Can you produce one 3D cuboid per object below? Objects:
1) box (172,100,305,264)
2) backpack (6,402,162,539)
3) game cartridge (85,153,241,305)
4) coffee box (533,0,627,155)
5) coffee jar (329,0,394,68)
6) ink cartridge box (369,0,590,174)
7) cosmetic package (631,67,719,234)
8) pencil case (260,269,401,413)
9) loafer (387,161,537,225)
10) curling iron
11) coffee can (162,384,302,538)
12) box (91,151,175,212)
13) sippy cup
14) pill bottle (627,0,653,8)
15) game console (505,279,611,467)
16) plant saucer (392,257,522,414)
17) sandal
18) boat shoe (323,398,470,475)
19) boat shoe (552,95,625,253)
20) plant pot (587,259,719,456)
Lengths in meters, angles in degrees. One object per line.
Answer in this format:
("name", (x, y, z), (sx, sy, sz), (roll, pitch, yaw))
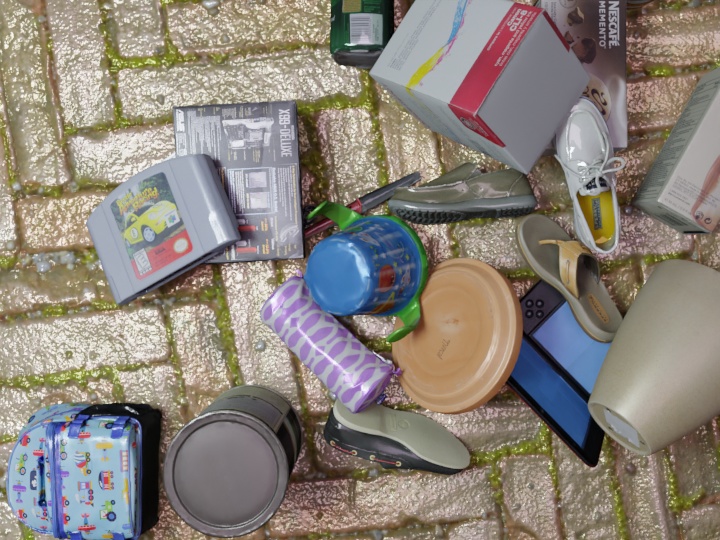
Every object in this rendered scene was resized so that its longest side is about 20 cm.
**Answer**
("box", (-0.153, -0.111, 1.051), (0.156, 0.050, 0.202), (-4, 92, 0))
("backpack", (-0.371, 0.263, 1.078), (0.198, 0.135, 0.184), (2, 90, 4))
("game cartridge", (-0.250, -0.056, 1.022), (0.199, 0.041, 0.134), (-27, 78, 23))
("coffee box", (0.286, -0.256, 1.087), (0.112, 0.080, 0.202), (0, 91, 1))
("coffee jar", (0.003, -0.374, 1.079), (0.084, 0.104, 0.202), (1, 90, 4))
("ink cartridge box", (0.143, -0.240, 1.013), (0.200, 0.145, 0.145), (34, 91, 44))
("cosmetic package", (0.452, -0.155, 1.076), (0.087, 0.103, 0.201), (28, 93, -1))
("pencil case", (-0.041, 0.096, 1.079), (0.200, 0.084, 0.086), (43, 90, 12))
("loafer", (0.134, -0.105, 1.103), (0.198, 0.075, 0.070), (-3, 79, -4))
("curling iron", (-0.011, -0.093, 1.120), (0.198, 0.026, 0.050), (-20, 93, 1))
("coffee can", (-0.152, 0.230, 1.040), (0.145, 0.200, 0.148), (0, 91, 1))
("box", (-0.241, -0.090, 1.107), (0.199, 0.060, 0.117), (-33, 91, 1))
("sippy cup", (0.000, 0.000, 1.047), (0.177, 0.130, 0.141), (22, 106, 25))
("pill bottle", (0.364, -0.410, 1.025), (0.115, 0.200, 0.118), (0, 92, 1))
("game console", (0.280, 0.118, 1.073), (0.172, 0.119, 0.200), (-45, 90, 1))
("plant saucer", (0.115, 0.080, 1.051), (0.032, 0.200, 0.202), (20, 91, -42))
("sandal", (0.283, 0.003, 1.079), (0.080, 0.054, 0.201), (-32, 83, -29))
("boat shoe", (0.049, 0.230, 1.108), (0.200, 0.074, 0.063), (20, 121, -7))
("boat shoe", (0.285, -0.113, 1.020), (0.074, 0.086, 0.204), (-11, 108, 4))
("plant pot", (0.378, 0.122, 1.014), (0.200, 0.187, 0.187), (-44, 90, -14))
